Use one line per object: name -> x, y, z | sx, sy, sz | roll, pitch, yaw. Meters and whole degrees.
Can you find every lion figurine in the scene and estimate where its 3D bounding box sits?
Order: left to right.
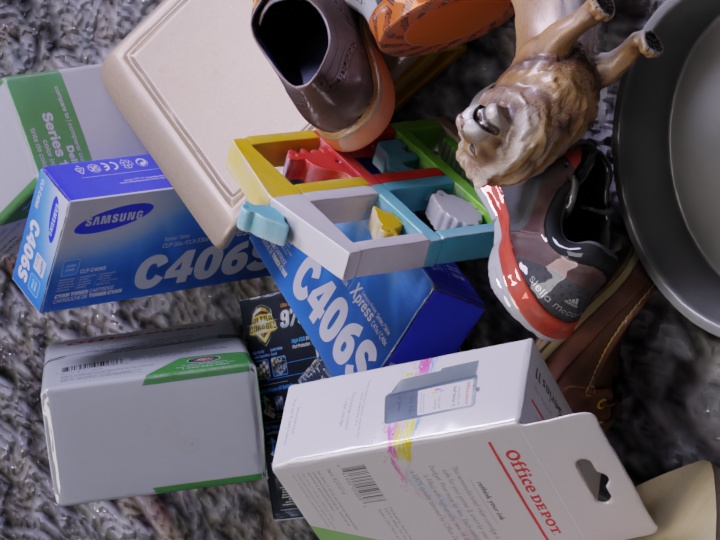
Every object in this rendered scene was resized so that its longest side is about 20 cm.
lion figurine -> 0.108, -0.144, 1.273 | 0.122, 0.072, 0.201 | -36, 34, 43

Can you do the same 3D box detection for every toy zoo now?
toy zoo -> 0.009, -0.045, 1.361 | 0.131, 0.199, 0.021 | 45, 130, 40

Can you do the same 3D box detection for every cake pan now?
cake pan -> 0.216, -0.062, 1.216 | 0.200, 0.037, 0.202 | 13, 107, 52

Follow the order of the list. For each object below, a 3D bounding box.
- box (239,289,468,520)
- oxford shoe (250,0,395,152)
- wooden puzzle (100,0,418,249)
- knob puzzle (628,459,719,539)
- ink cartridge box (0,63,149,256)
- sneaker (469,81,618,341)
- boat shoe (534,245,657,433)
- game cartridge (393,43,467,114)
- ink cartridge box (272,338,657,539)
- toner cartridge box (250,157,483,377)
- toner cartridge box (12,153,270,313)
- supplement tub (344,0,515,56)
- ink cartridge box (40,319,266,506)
box -> -0.001, 0.083, 1.527 | 0.199, 0.046, 0.160 | -15, 83, 53
oxford shoe -> -0.036, -0.165, 1.398 | 0.071, 0.073, 0.201 | -37, 48, 14
wooden puzzle -> -0.065, -0.138, 1.483 | 0.200, 0.037, 0.185 | -46, 54, 12
knob puzzle -> 0.152, 0.198, 1.288 | 0.220, 0.030, 0.220 | -48, 18, 21
ink cartridge box -> -0.186, -0.083, 1.617 | 0.145, 0.199, 0.085 | -36, 71, 50
sneaker -> 0.116, -0.049, 1.303 | 0.082, 0.077, 0.201 | -42, 37, 29
boat shoe -> 0.127, 0.067, 1.347 | 0.067, 0.072, 0.201 | 35, 127, 3
game cartridge -> -0.014, -0.196, 1.509 | 0.176, 0.032, 0.201 | -37, 65, 50
ink cartridge box -> 0.064, 0.109, 1.303 | 0.199, 0.068, 0.117 | -11, 131, 24
toner cartridge box -> 0.000, 0.000, 1.421 | 0.095, 0.043, 0.200 | -56, 36, 17
toner cartridge box -> -0.136, -0.032, 1.558 | 0.043, 0.199, 0.095 | 46, 131, 36
supplement tub -> 0.024, -0.240, 1.369 | 0.122, 0.122, 0.201 | -36, 67, 50
ink cartridge box -> -0.146, 0.096, 1.580 | 0.200, 0.145, 0.084 | -129, 32, -80
